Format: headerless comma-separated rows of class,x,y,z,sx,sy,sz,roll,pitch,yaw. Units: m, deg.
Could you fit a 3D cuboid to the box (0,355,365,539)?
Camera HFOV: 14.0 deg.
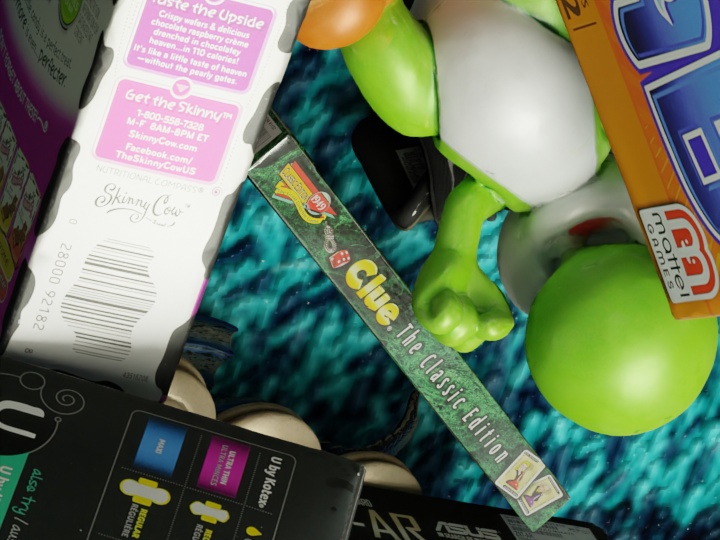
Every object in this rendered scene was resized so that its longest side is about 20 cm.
box,-0.116,0.117,0.873,0.199,0.125,0.149,17,136,-1

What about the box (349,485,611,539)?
box,-0.017,0.152,1.038,0.199,0.044,0.161,11,117,-31

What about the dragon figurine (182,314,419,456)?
dragon figurine,-0.063,0.055,1.040,0.199,0.059,0.100,-13,127,-16

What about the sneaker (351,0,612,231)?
sneaker,0.072,-0.047,1.041,0.199,0.076,0.114,34,101,-34

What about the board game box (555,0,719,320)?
board game box,0.179,-0.119,0.815,0.199,0.200,0.201,-23,96,-23

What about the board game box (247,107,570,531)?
board game box,0.000,0.000,1.012,0.023,0.105,0.200,-36,129,2

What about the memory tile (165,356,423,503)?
memory tile,-0.084,0.099,1.011,0.200,0.017,0.153,27,109,-35

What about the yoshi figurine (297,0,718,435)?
yoshi figurine,0.060,-0.028,0.916,0.112,0.112,0.200,-53,122,-34

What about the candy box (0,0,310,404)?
candy box,-0.069,-0.080,0.905,0.061,0.136,0.201,11,114,-22
